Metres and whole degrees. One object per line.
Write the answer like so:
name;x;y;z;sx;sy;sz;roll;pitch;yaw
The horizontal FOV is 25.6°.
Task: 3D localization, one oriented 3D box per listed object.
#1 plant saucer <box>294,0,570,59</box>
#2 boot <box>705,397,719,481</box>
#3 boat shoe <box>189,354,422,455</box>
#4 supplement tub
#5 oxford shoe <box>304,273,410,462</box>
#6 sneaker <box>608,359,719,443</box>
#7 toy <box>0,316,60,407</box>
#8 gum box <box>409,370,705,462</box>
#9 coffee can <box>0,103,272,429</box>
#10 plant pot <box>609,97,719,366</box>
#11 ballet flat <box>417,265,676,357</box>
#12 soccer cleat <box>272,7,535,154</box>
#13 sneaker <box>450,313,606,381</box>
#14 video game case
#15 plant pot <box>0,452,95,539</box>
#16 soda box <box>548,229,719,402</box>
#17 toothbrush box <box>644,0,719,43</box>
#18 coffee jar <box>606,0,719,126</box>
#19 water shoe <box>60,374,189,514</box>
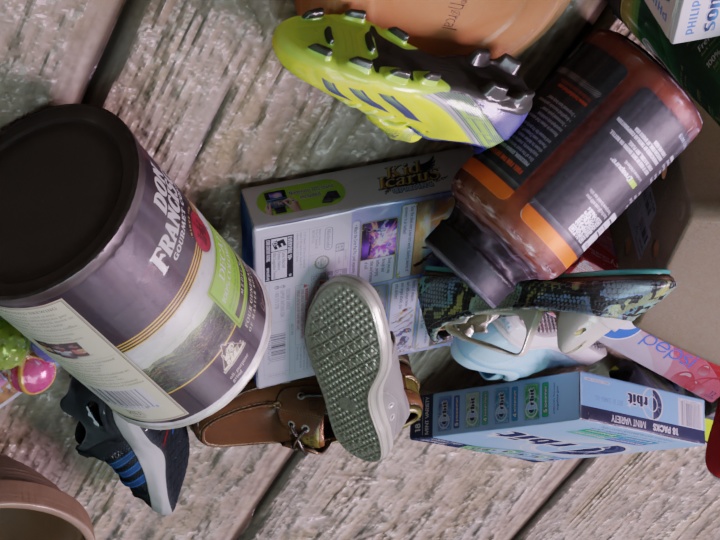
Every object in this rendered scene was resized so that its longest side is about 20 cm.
plant saucer;0.056;-0.190;1.039;0.200;0.032;0.200;-12;143;-9
boot;0.333;0.086;1.422;0.144;0.072;0.200;23;89;-41
boat shoe;-0.046;0.119;1.346;0.200;0.068;0.072;-16;144;-4
supplement tub;0.138;-0.068;1.123;0.200;0.107;0.107;-45;140;1
oxford shoe;0.002;0.070;1.247;0.058;0.075;0.200;-50;148;-33
sneaker;0.313;0.109;1.509;0.200;0.074;0.081;17;116;-43
toy;-0.264;0.067;1.199;0.200;0.047;0.115;-31;143;15
gum box;0.173;0.132;1.404;0.170;0.045;0.200;14;161;-40
coffee can;-0.167;0.002;1.082;0.146;0.146;0.200;-27;143;9
plant pot;0.300;-0.041;1.217;0.177;0.200;0.200;5;138;-12
ballet flat;0.137;0.031;1.178;0.200;0.074;0.074;0;153;30
soccer cleat;0.024;-0.115;1.039;0.200;0.065;0.084;9;137;-34
sneaker;0.136;0.057;1.332;0.082;0.074;0.200;-36;154;22
video game case;0.000;0.000;1.237;0.181;0.045;0.200;-11;142;-12
plant pot;-0.326;0.214;1.318;0.201;0.093;0.201;-13;142;-10
soda box;0.233;0.030;1.315;0.200;0.070;0.063;28;123;-23
toothbrush box;0.263;-0.233;0.985;0.200;0.146;0.086;-12;141;-9
coffee jar;0.245;-0.147;1.038;0.085;0.200;0.104;-46;140;16
water shoe;-0.194;0.136;1.319;0.079;0.072;0.200;7;145;10
